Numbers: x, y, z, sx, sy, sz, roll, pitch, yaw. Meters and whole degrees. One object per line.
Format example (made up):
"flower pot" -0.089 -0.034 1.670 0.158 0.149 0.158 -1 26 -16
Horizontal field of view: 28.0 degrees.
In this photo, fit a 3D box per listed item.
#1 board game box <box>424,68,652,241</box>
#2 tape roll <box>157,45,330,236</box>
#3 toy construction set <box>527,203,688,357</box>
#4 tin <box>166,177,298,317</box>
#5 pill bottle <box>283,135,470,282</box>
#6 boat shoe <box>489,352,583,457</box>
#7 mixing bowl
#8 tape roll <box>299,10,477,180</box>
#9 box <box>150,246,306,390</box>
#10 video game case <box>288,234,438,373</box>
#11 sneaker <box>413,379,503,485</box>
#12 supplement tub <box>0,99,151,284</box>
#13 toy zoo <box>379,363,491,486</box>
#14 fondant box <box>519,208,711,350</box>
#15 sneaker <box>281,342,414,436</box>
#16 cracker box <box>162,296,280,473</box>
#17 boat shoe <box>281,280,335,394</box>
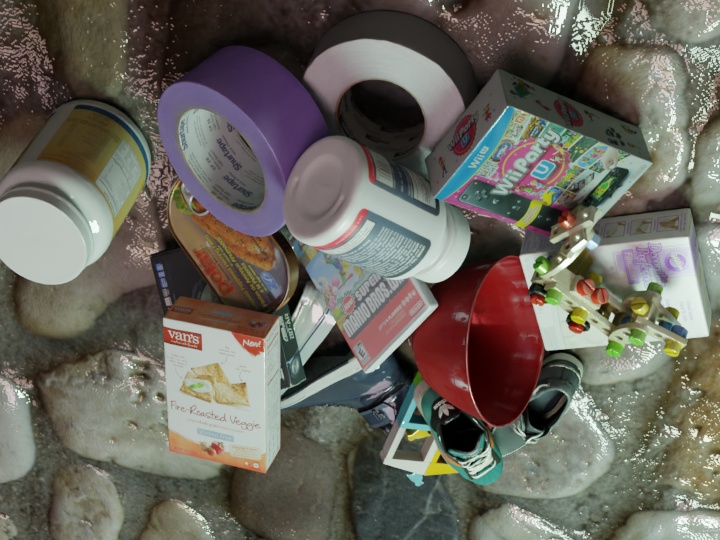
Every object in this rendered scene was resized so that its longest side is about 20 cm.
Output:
"board game box" 0.192 -0.118 1.568 0.198 0.065 0.148 17 132 -27
"tape roll" -0.130 -0.145 1.629 0.199 0.085 0.201 31 143 27
"toy construction set" 0.264 0.021 1.600 0.200 0.092 0.131 49 154 -17
"tin" -0.155 -0.035 1.753 0.112 0.042 0.201 -37 84 21
"pill bottle" 0.023 -0.057 1.571 0.119 0.121 0.199 -30 143 33
"boat shoe" 0.213 0.185 1.843 0.072 0.062 0.200 30 130 -9
"mixing bowl" 0.130 0.078 1.717 0.107 0.201 0.202 5 130 33
"tape roll" 0.029 -0.184 1.612 0.198 0.066 0.202 8 129 10
"box" -0.167 0.059 1.820 0.158 0.043 0.203 -11 95 25
"video game case" 0.000 0.000 1.717 0.143 0.017 0.201 -47 64 38
"sneaker" 0.131 0.219 1.809 0.071 0.080 0.201 -34 129 3
"supplement tub" -0.344 -0.093 1.709 0.143 0.201 0.146 9 129 11
"toy zoo" 0.107 0.196 1.852 0.130 0.021 0.202 8 122 -24
"fondant box" 0.298 0.013 1.687 0.197 0.059 0.145 -7 124 20
"sneaker" -0.013 0.174 1.896 0.201 0.077 0.146 -25 117 34
"cracker box" -0.168 0.141 1.767 0.132 0.058 0.202 10 121 15
"boat shoe" -0.103 0.088 1.858 0.086 0.075 0.202 31 126 -9
